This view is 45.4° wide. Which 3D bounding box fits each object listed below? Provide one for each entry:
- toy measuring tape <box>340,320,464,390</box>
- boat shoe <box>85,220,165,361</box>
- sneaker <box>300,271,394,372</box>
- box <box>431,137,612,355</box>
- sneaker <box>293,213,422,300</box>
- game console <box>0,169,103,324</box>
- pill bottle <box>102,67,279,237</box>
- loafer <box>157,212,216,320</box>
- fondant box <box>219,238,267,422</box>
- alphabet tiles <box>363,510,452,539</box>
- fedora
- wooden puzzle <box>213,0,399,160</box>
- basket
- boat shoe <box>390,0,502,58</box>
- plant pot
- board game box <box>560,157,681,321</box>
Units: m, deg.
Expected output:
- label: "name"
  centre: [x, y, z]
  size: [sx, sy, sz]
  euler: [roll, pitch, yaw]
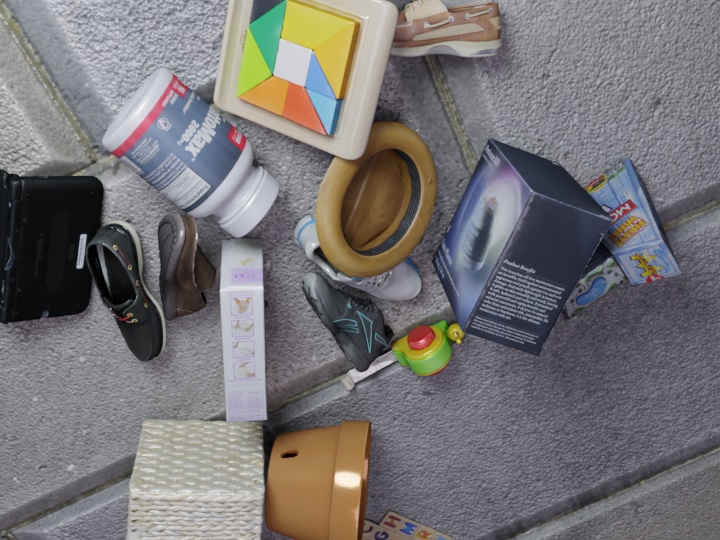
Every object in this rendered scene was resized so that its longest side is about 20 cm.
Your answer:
- label: "toy measuring tape"
  centre: [0.064, 0.135, 1.254]
  size: [0.198, 0.074, 0.074]
  euler: [-28, 117, 6]
- label: "boat shoe"
  centre: [-0.313, 0.038, 1.144]
  size: [0.073, 0.063, 0.204]
  euler: [1, 118, 19]
- label: "sneaker"
  centre: [-0.017, 0.059, 1.201]
  size: [0.079, 0.076, 0.201]
  euler: [-35, 135, -2]
- label: "box"
  centre: [0.197, -0.037, 1.115]
  size: [0.122, 0.201, 0.200]
  euler: [18, 112, -16]
- label: "sneaker"
  centre: [0.000, 0.000, 1.169]
  size: [0.198, 0.087, 0.075]
  euler: [24, 110, -20]
- label: "game console"
  centre: [-0.444, -0.047, 1.117]
  size: [0.174, 0.116, 0.202]
  euler: [-7, 123, -39]
- label: "pill bottle"
  centre: [-0.200, -0.137, 1.051]
  size: [0.120, 0.120, 0.200]
  euler: [-44, 115, 14]
- label: "loafer"
  centre: [-0.224, -0.009, 1.118]
  size: [0.070, 0.074, 0.201]
  euler: [-8, 152, -19]
- label: "fondant box"
  centre: [-0.155, 0.078, 1.151]
  size: [0.057, 0.145, 0.202]
  euler: [-3, 117, -6]
- label: "alphabet tiles"
  centre: [0.058, 0.491, 1.469]
  size: [0.199, 0.006, 0.167]
  euler: [28, 110, -20]
- label: "fedora"
  centre: [0.008, -0.094, 1.107]
  size: [0.199, 0.082, 0.203]
  euler: [-12, 111, -33]
- label: "wooden puzzle"
  centre: [-0.070, -0.242, 0.990]
  size: [0.198, 0.037, 0.187]
  euler: [21, 117, 12]
- label: "basket"
  centre: [-0.236, 0.329, 1.240]
  size: [0.197, 0.199, 0.163]
  euler: [3, 112, -9]
- label: "boat shoe"
  centre: [0.079, -0.299, 1.041]
  size: [0.197, 0.076, 0.073]
  euler: [-4, 114, -17]
- label: "plant pot"
  centre: [-0.061, 0.317, 1.267]
  size: [0.138, 0.201, 0.202]
  euler: [4, 117, 3]
- label: "board game box"
  centre: [0.322, -0.033, 1.134]
  size: [0.199, 0.200, 0.062]
  euler: [-37, 117, 10]
